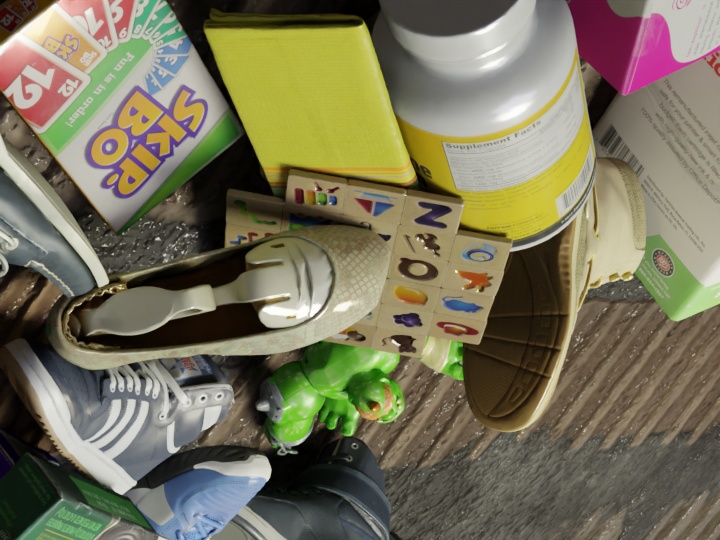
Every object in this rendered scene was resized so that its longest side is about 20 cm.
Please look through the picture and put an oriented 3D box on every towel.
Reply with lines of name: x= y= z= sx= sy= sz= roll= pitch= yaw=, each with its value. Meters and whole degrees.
towel: x=-0.018 y=-0.076 z=0.955 sx=0.086 sy=0.018 sz=0.200 roll=0 pitch=151 yaw=13

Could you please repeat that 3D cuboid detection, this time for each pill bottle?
pill bottle: x=0.067 y=-0.103 z=0.977 sx=0.112 sy=0.112 sz=0.200 roll=-38 pitch=149 yaw=-9

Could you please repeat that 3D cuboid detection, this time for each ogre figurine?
ogre figurine: x=0.002 y=0.061 z=1.227 sx=0.199 sy=0.098 sz=0.120 roll=-16 pitch=169 yaw=17

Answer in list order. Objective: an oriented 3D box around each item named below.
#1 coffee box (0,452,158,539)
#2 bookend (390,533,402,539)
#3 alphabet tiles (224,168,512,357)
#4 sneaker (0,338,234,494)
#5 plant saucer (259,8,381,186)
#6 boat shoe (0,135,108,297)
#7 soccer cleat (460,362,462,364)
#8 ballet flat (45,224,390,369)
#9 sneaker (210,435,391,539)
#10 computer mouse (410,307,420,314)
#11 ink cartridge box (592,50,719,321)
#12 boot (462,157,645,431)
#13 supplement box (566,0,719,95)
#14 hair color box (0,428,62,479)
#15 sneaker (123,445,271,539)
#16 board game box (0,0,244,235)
coffee box: x=-0.225 y=0.204 z=1.055 sx=0.200 sy=0.044 sz=0.123 roll=-45 pitch=150 yaw=2
bookend: x=-0.036 y=0.278 z=1.451 sx=0.200 sy=0.092 sz=0.199 roll=-39 pitch=150 yaw=-10
alphabet tiles: x=0.000 y=0.000 z=1.064 sx=0.166 sy=0.006 sz=0.200 roll=9 pitch=152 yaw=-1
sneaker: x=-0.144 y=0.068 z=1.075 sx=0.108 sy=0.070 sz=0.200 roll=-34 pitch=156 yaw=-7
plant saucer: x=0.033 y=-0.102 z=1.098 sx=0.200 sy=0.048 sz=0.200 roll=-42 pitch=150 yaw=-1
boat shoe: x=-0.191 y=-0.036 z=0.885 sx=0.062 sy=0.075 sz=0.200 roll=-42 pitch=149 yaw=-5
soccer cleat: x=0.127 y=0.003 z=1.313 sx=0.069 sy=0.078 sz=0.200 roll=-12 pitch=137 yaw=-42
ballet flat: x=-0.076 y=0.018 z=0.982 sx=0.199 sy=0.068 sz=0.062 roll=-15 pitch=175 yaw=-5
sneaker: x=-0.062 y=0.170 z=1.308 sx=0.202 sy=0.146 sz=0.077 roll=34 pitch=129 yaw=-20
computer mouse: x=0.065 y=-0.023 z=1.187 sx=0.059 sy=0.034 sz=0.200 roll=-50 pitch=178 yaw=28
ink cartridge box: x=0.251 y=-0.086 z=1.249 sx=0.084 sy=0.146 sz=0.200 roll=-18 pitch=153 yaw=-36
boot: x=0.136 y=0.011 z=1.196 sx=0.155 sy=0.073 sz=0.201 roll=11 pitch=86 yaw=-63
supplement box: x=0.218 y=-0.209 z=1.131 sx=0.200 sy=0.103 sz=0.101 roll=-27 pitch=147 yaw=-28
hair color box: x=-0.270 y=0.187 z=1.086 sx=0.200 sy=0.065 sz=0.109 roll=-44 pitch=151 yaw=-2
sneaker: x=-0.135 y=0.183 z=1.177 sx=0.200 sy=0.077 sz=0.076 roll=-35 pitch=148 yaw=22
board game box: x=-0.128 y=-0.092 z=0.941 sx=0.095 sy=0.030 sz=0.200 roll=-40 pitch=152 yaw=-6
